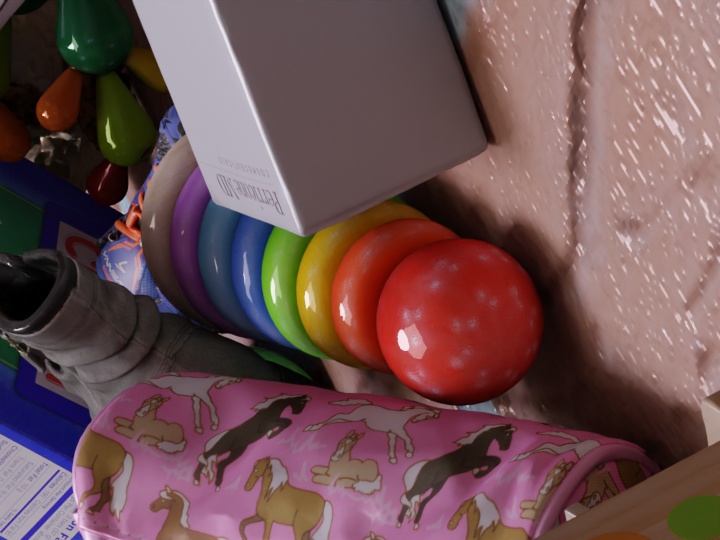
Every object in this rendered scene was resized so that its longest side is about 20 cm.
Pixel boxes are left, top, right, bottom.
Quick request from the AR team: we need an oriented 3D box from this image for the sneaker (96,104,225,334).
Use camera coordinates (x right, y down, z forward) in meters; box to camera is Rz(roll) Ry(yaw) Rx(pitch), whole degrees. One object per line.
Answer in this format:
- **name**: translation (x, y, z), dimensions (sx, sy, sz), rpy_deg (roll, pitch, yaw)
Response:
- **sneaker**: translation (-0.075, -0.010, 1.034), dimensions (0.075, 0.078, 0.200), rpy_deg (58, 164, 20)

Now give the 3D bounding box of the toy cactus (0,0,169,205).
- **toy cactus**: translation (-0.137, -0.141, 1.060), dimensions (0.200, 0.102, 0.165), rpy_deg (63, 146, 15)

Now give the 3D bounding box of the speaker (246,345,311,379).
- **speaker**: translation (-0.069, 0.089, 1.158), dimensions (0.089, 0.088, 0.200), rpy_deg (64, 165, 3)

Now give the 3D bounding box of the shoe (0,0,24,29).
- **shoe**: translation (-0.195, -0.123, 1.003), dimensions (0.071, 0.091, 0.200), rpy_deg (50, 134, 15)

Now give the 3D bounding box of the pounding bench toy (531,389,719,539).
- **pounding bench toy**: translation (0.092, 0.149, 0.580), dimensions (0.200, 0.156, 0.124), rpy_deg (42, 153, 54)

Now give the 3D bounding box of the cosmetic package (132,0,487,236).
- **cosmetic package**: translation (-0.039, -0.119, 0.761), dimensions (0.200, 0.071, 0.101), rpy_deg (68, 164, -14)

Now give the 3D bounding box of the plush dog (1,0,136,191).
- **plush dog**: translation (-0.188, -0.092, 1.208), dimensions (0.200, 0.161, 0.172), rpy_deg (23, 148, -6)

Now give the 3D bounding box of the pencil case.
- **pencil case**: translation (0.003, 0.081, 0.755), dimensions (0.200, 0.087, 0.083), rpy_deg (5, 167, 36)

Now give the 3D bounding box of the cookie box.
- **cookie box**: translation (-0.192, 0.017, 1.101), dimensions (0.200, 0.075, 0.171), rpy_deg (31, -143, -20)

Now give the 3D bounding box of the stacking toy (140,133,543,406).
- **stacking toy**: translation (0.000, 0.000, 0.830), dimensions (0.200, 0.085, 0.085), rpy_deg (23, 136, 58)

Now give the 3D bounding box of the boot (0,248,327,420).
- **boot**: translation (-0.100, 0.033, 0.919), dimensions (0.131, 0.068, 0.200), rpy_deg (33, 164, -17)
